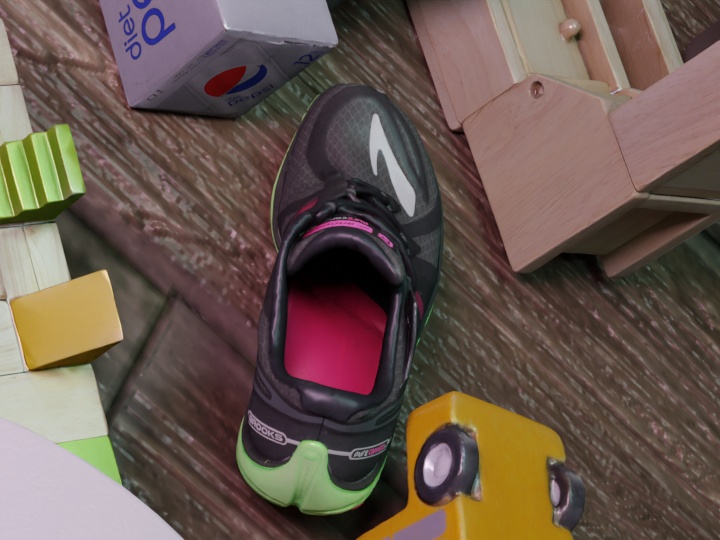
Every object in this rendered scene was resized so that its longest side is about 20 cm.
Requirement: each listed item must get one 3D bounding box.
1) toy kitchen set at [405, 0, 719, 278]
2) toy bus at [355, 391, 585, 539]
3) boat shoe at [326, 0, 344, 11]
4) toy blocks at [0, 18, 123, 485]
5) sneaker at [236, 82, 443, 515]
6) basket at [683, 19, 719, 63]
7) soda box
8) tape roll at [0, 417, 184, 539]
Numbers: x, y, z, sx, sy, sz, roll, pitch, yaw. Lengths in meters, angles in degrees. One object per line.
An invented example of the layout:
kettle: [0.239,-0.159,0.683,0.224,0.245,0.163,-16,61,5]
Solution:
toy kitchen set: [0.148,-0.122,1.163,0.163,0.180,0.200,2,62,-46]
toy bus: [0.041,0.150,0.948,0.065,0.078,0.200,21,51,-34]
boat shoe: [0.037,-0.163,1.094,0.066,0.072,0.201,44,77,3]
toy blocks: [-0.170,-0.002,0.838,0.137,0.100,0.200,-7,74,-34]
sneaker: [0.000,0.000,0.994,0.077,0.084,0.200,11,51,-8]
basket: [0.272,-0.111,1.253,0.136,0.200,0.180,29,44,-43]
soda box: [-0.078,-0.166,1.051,0.063,0.068,0.200,3,63,-44]
tape roll: [-0.134,0.150,0.674,0.203,0.203,0.139,46,40,-12]
